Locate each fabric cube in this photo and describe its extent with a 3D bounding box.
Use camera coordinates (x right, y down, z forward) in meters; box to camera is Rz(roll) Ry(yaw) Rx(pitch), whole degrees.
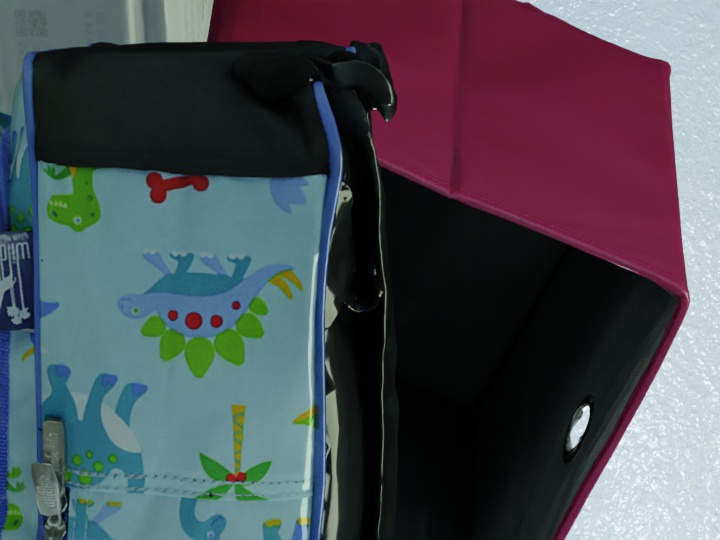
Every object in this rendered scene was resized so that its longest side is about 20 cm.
[{"bbox_3d":[0.000,0.000,1.155,0.199,0.200,0.196,-83,-161,-61],"label":"fabric cube"}]

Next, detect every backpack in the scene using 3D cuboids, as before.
[{"bbox_3d":[-0.063,0.039,0.792,0.183,0.147,0.200,-82,171,-84],"label":"backpack"}]

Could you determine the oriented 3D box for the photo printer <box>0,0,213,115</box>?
[{"bbox_3d":[-0.086,-0.123,0.977,0.200,0.069,0.167,-85,176,-50],"label":"photo printer"}]
